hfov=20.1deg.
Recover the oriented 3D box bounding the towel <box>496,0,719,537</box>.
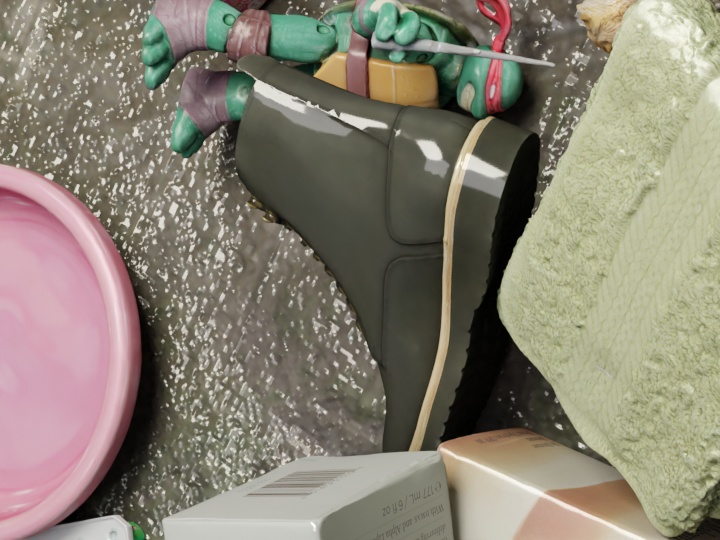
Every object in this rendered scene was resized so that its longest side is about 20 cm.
[{"bbox_3d":[0.126,0.000,0.808,0.149,0.036,0.201,49,138,27],"label":"towel"}]

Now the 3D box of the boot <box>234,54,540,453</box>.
[{"bbox_3d":[0.000,0.000,0.939,0.137,0.077,0.201,21,123,16],"label":"boot"}]

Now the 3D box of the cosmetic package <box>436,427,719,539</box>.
[{"bbox_3d":[0.125,0.147,0.891,0.199,0.103,0.088,23,100,24],"label":"cosmetic package"}]

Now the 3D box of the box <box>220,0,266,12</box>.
[{"bbox_3d":[-0.037,-0.232,0.990,0.200,0.102,0.095,-44,71,17],"label":"box"}]

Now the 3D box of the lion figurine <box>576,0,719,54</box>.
[{"bbox_3d":[0.189,-0.116,0.856,0.198,0.123,0.073,-4,102,10],"label":"lion figurine"}]

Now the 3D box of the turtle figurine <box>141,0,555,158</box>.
[{"bbox_3d":[0.002,-0.085,0.968,0.198,0.101,0.151,7,133,16],"label":"turtle figurine"}]

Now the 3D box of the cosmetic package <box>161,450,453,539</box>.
[{"bbox_3d":[-0.011,0.187,0.850,0.081,0.113,0.202,-5,98,32],"label":"cosmetic package"}]

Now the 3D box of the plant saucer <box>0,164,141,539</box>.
[{"bbox_3d":[-0.195,0.045,1.085,0.199,0.051,0.202,-1,87,27],"label":"plant saucer"}]

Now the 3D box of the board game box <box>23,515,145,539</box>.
[{"bbox_3d":[-0.188,0.244,1.086,0.199,0.026,0.202,-12,82,25],"label":"board game box"}]
